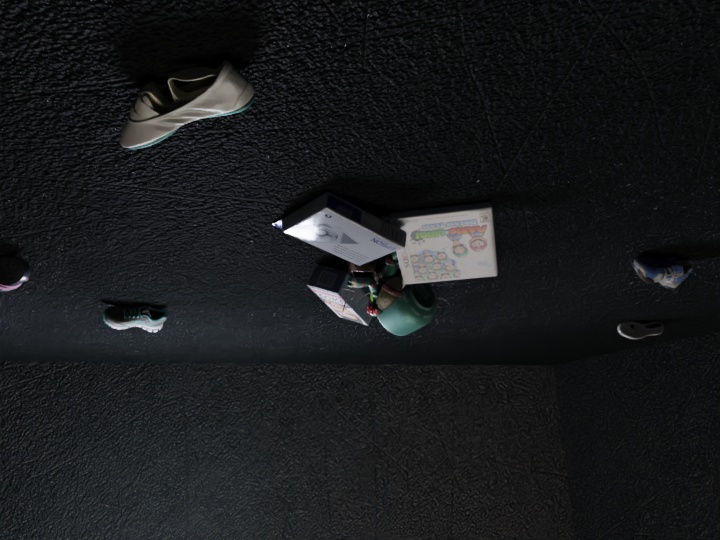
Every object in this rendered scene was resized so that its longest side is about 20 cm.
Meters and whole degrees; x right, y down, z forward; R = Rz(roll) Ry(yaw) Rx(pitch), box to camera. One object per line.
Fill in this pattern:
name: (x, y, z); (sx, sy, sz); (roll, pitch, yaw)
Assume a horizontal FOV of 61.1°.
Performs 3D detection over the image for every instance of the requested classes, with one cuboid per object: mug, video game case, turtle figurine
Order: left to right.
turtle figurine: (0.053, 0.029, 1.350); (0.101, 0.200, 0.150); (38, -170, 29)
mug: (0.114, 0.079, 1.599); (0.185, 0.153, 0.114); (16, 145, -39)
video game case: (0.171, -0.050, 1.231); (0.199, 0.024, 0.182); (-6, 132, 12)

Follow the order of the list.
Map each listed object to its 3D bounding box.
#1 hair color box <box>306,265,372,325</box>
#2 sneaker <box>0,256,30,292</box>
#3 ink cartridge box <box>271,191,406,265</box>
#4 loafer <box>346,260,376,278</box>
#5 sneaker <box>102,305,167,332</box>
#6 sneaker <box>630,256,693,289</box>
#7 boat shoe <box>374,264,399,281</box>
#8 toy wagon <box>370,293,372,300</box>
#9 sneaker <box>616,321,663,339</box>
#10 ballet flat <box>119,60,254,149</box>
hair color box: (-0.045, 0.066, 1.570); (0.099, 0.061, 0.200); (15, 160, 31)
sneaker: (-0.800, 0.006, 1.410); (0.199, 0.070, 0.082); (-10, 179, 36)
ink cartridge box: (-0.047, -0.068, 1.199); (0.199, 0.041, 0.200); (24, 152, -32)
loafer: (0.000, 0.000, 1.454); (0.073, 0.071, 0.200); (-3, 164, 4)
sneaker: (-0.683, 0.134, 1.867); (0.200, 0.078, 0.091); (10, 145, -46)
sneaker: (0.766, -0.009, 1.557); (0.199, 0.076, 0.077); (8, 139, -33)
boat shoe: (0.084, 0.012, 1.483); (0.065, 0.075, 0.202); (-12, 170, -41)
toy wagon: (0.094, 0.091, 1.847); (0.155, 0.040, 0.200); (2, 164, -13)
sneaker: (1.110, 0.251, 2.474); (0.199, 0.073, 0.112); (0, 163, -12)
ballet flat: (-0.225, -0.207, 0.741); (0.199, 0.070, 0.069); (-13, 161, 20)
